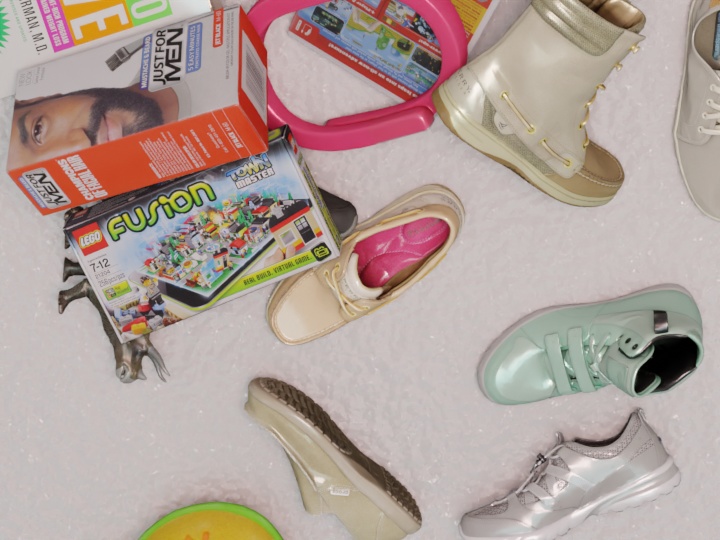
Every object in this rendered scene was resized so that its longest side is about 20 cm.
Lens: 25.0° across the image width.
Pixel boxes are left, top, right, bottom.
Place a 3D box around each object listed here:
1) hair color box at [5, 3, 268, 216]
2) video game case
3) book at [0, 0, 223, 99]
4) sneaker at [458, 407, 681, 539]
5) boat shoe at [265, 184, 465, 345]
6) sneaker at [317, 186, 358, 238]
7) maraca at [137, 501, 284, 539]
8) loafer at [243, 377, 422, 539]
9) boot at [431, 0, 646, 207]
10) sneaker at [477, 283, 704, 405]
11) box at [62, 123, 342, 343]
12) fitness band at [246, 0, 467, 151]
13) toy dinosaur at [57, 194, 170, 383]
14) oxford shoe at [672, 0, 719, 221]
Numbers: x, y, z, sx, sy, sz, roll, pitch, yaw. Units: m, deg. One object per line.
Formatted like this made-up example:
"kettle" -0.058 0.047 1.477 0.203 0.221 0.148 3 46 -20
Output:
"hair color box" -0.174 -0.126 1.278 0.198 0.112 0.064 -16 141 15
"video game case" 0.038 -0.228 1.273 0.142 0.017 0.201 31 130 1
"book" -0.225 -0.234 1.323 0.198 0.048 0.135 -16 104 11
"sneaker" 0.175 0.183 1.418 0.198 0.075 0.083 -22 90 2
"boat shoe" 0.000 0.000 1.363 0.199 0.069 0.074 -37 101 12
"sneaker" -0.093 -0.081 1.343 0.198 0.075 0.080 17 104 -3
"maraca" -0.153 0.282 1.433 0.198 0.107 0.138 -26 96 10
"loafer" -0.033 0.175 1.413 0.200 0.076 0.068 44 98 -10
"boot" 0.173 -0.140 1.268 0.199 0.073 0.155 24 122 -35
"sneaker" 0.190 0.074 1.351 0.198 0.118 0.074 -21 106 10
"box" -0.126 -0.028 1.300 0.198 0.035 0.111 -22 110 12
"fitness band" -0.009 -0.171 1.303 0.198 0.037 0.145 -11 116 29
"toy dinosaur" -0.202 -0.010 1.372 0.101 0.077 0.202 6 110 -8
"oxford shoe" 0.294 -0.135 1.317 0.074 0.058 0.203 -2 108 1
